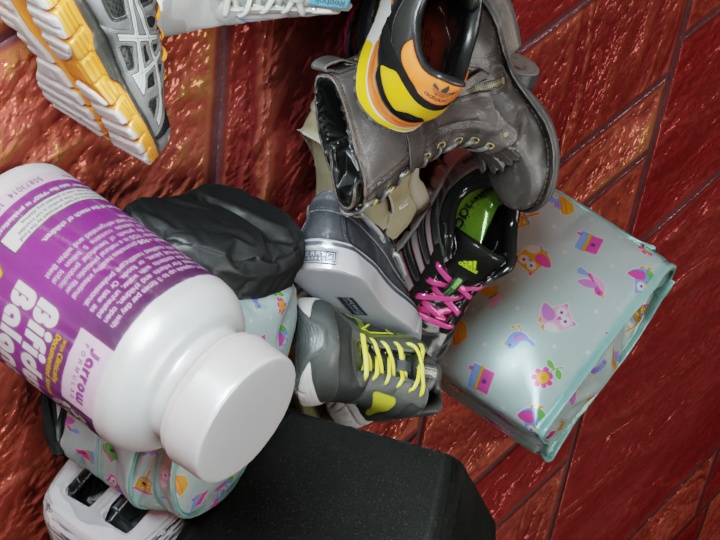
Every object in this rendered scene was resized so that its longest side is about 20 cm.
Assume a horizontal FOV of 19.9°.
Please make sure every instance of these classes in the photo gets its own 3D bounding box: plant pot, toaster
[{"bbox_3d":[-0.010,0.211,1.397,0.200,0.199,0.178,59,48,-59],"label":"plant pot"},{"bbox_3d":[-0.143,0.167,1.436,0.200,0.113,0.129,-47,151,-24],"label":"toaster"}]

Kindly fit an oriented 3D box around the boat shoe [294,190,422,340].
[{"bbox_3d":[0.000,0.000,1.439,0.200,0.071,0.068,48,48,-63],"label":"boat shoe"}]

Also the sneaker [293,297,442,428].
[{"bbox_3d":[0.007,0.061,1.419,0.200,0.084,0.075,43,44,-72],"label":"sneaker"}]

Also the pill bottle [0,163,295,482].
[{"bbox_3d":[-0.137,0.032,1.164,0.112,0.200,0.112,-42,152,-29],"label":"pill bottle"}]

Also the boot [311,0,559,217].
[{"bbox_3d":[0.044,-0.088,1.379,0.174,0.069,0.200,-41,125,-32],"label":"boot"}]

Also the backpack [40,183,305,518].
[{"bbox_3d":[-0.118,0.056,1.315,0.167,0.126,0.201,-8,123,-58],"label":"backpack"}]

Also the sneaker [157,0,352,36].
[{"bbox_3d":[-0.050,-0.178,1.209,0.200,0.087,0.075,-32,148,-41],"label":"sneaker"}]

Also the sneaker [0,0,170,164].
[{"bbox_3d":[-0.137,-0.129,1.119,0.077,0.078,0.200,-53,156,-18],"label":"sneaker"}]

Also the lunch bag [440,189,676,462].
[{"bbox_3d":[0.150,0.031,1.746,0.200,0.170,0.122,-53,162,-10],"label":"lunch bag"}]

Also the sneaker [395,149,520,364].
[{"bbox_3d":[0.067,-0.002,1.542,0.074,0.087,0.200,26,89,-22],"label":"sneaker"}]

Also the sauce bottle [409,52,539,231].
[{"bbox_3d":[0.089,-0.077,1.625,0.066,0.066,0.200,-25,141,-50],"label":"sauce bottle"}]

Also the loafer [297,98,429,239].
[{"bbox_3d":[0.001,-0.062,1.463,0.068,0.076,0.200,-59,157,-8],"label":"loafer"}]

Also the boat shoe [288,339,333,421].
[{"bbox_3d":[-0.037,0.117,1.528,0.063,0.073,0.200,-49,153,-30],"label":"boat shoe"}]

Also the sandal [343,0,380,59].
[{"bbox_3d":[0.016,-0.153,1.416,0.075,0.045,0.200,-48,157,-20],"label":"sandal"}]

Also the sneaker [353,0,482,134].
[{"bbox_3d":[0.052,-0.188,1.287,0.070,0.090,0.201,16,72,-28],"label":"sneaker"}]

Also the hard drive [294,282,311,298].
[{"bbox_3d":[-0.058,0.073,1.570,0.140,0.038,0.200,-23,140,-51],"label":"hard drive"}]
